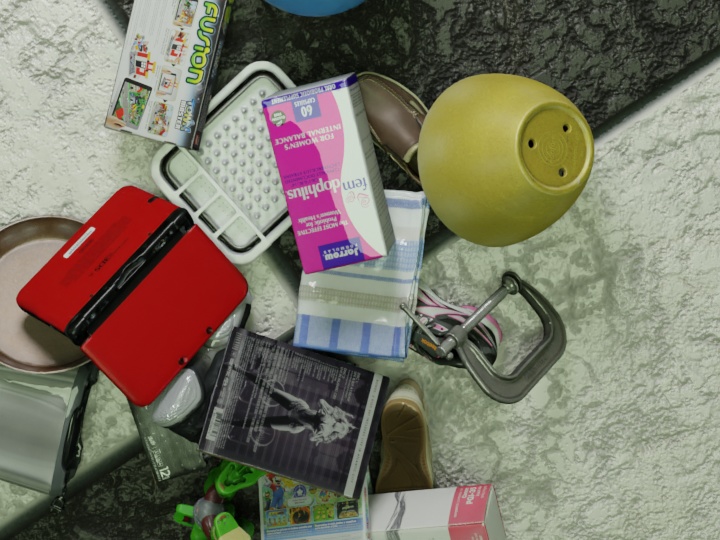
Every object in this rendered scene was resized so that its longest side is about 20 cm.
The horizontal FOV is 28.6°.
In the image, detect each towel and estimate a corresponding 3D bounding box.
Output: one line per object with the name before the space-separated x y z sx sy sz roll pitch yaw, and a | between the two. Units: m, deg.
towel | 0.000 0.000 1.661 0.145 0.024 0.203 7 83 13

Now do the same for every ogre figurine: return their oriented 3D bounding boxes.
ogre figurine | -0.167 0.290 1.683 0.097 0.120 0.203 2 70 -24

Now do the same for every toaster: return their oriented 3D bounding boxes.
toaster | -0.393 0.178 1.685 0.128 0.114 0.202 14 103 -1

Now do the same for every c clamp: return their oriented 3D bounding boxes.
c clamp | 0.160 0.066 1.665 0.172 0.199 0.027 54 139 4

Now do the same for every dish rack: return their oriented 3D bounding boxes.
dish rack | -0.128 -0.127 1.663 0.200 0.044 0.172 -42 98 7

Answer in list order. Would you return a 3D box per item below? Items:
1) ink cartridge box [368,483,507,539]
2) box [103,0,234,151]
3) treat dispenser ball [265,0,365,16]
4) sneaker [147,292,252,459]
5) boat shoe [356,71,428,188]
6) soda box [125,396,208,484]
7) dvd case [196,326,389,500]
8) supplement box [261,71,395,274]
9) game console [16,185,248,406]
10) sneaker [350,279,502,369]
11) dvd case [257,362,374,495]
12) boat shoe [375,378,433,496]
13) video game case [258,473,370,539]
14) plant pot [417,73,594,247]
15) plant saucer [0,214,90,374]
ink cartridge box | 0.074 0.344 1.706 0.198 0.083 0.148 -7 116 18
box | -0.216 -0.247 1.617 0.109 0.035 0.202 15 93 7
treat dispenser ball | -0.049 -0.379 1.535 0.198 0.201 0.204 0 102 -2
sneaker | -0.168 0.124 1.679 0.114 0.075 0.201 51 53 -33
boat shoe | 0.064 -0.152 1.649 0.202 0.075 0.075 44 97 -9
soda box | -0.244 0.148 1.706 0.070 0.063 0.202 -17 102 1
dvd case | -0.076 0.165 1.638 0.198 0.016 0.150 18 73 -11
supplement box | -0.033 -0.110 1.590 0.100 0.103 0.202 -13 100 9
game console | -0.263 0.026 1.634 0.200 0.171 0.119 -49 139 -23
sneaker | 0.078 0.066 1.680 0.198 0.087 0.081 15 114 -4
dvd case | -0.063 0.222 1.749 0.144 0.022 0.203 -8 102 0
boat shoe | 0.057 0.226 1.729 0.071 0.065 0.202 4 122 10
video game case | -0.055 0.297 1.674 0.142 0.018 0.203 -11 74 26
plant pot | 0.183 -0.131 1.587 0.198 0.142 0.203 1 87 -24
plant saucer | -0.365 0.032 1.650 0.197 0.035 0.203 2 64 -5
